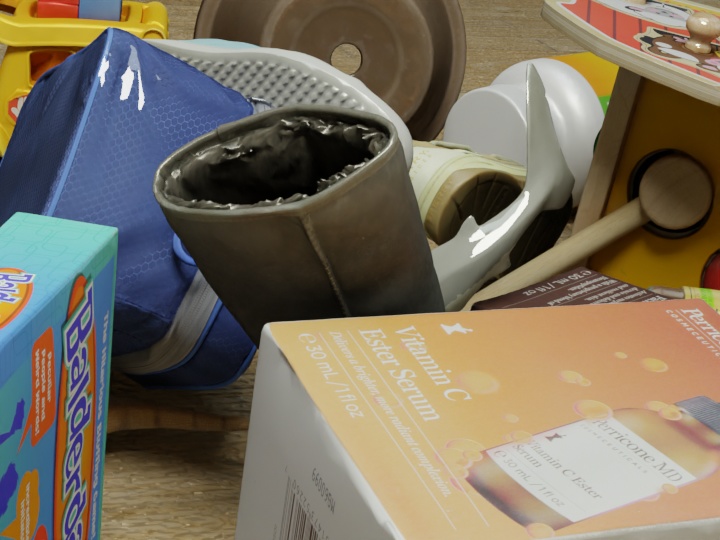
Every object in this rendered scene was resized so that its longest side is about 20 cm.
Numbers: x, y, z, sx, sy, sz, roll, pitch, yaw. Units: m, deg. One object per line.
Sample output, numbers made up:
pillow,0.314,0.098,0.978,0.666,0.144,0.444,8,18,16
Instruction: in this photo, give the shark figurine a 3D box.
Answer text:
shark figurine,0.011,-0.003,0.834,0.090,0.214,0.128,47,27,-16

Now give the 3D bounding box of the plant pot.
plant pot,-0.014,-0.147,1.161,0.199,0.202,0.175,3,8,-7

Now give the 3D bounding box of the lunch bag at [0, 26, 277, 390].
lunch bag,-0.097,-0.021,0.806,0.132,0.137,0.200,24,-11,-21

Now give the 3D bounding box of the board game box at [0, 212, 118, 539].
board game box,-0.132,0.082,0.569,0.045,0.153,0.200,8,19,6

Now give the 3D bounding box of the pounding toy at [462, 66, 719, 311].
pounding toy,0.190,-0.033,0.989,0.199,0.185,0.142,23,23,22

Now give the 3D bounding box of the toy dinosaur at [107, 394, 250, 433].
toy dinosaur,-0.153,0.069,0.779,0.199,0.061,0.106,-11,50,-30

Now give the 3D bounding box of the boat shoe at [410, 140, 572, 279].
boat shoe,0.071,-0.040,1.032,0.063,0.073,0.200,35,12,25

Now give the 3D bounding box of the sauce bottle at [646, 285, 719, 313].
sauce bottle,0.246,0.048,0.910,0.199,0.065,0.065,6,19,3

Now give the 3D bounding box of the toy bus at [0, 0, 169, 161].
toy bus,-0.215,-0.136,1.126,0.199,0.193,0.136,2,20,-6

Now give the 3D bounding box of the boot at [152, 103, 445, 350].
boot,0.026,0.012,0.706,0.181,0.201,0.073,-14,40,2

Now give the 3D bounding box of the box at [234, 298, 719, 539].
box,0.072,0.094,0.635,0.199,0.107,0.152,-3,27,-23

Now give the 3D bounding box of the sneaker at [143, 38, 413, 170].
sneaker,-0.044,-0.090,0.924,0.199,0.074,0.082,22,22,30

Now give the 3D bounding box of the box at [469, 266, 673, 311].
box,0.153,0.066,0.820,0.199,0.075,0.100,22,25,37

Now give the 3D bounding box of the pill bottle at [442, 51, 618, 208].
pill bottle,0.155,-0.102,1.253,0.111,0.112,0.199,22,25,40

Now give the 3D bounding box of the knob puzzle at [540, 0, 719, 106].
knob puzzle,0.198,-0.129,0.937,0.218,0.031,0.220,12,22,-5
